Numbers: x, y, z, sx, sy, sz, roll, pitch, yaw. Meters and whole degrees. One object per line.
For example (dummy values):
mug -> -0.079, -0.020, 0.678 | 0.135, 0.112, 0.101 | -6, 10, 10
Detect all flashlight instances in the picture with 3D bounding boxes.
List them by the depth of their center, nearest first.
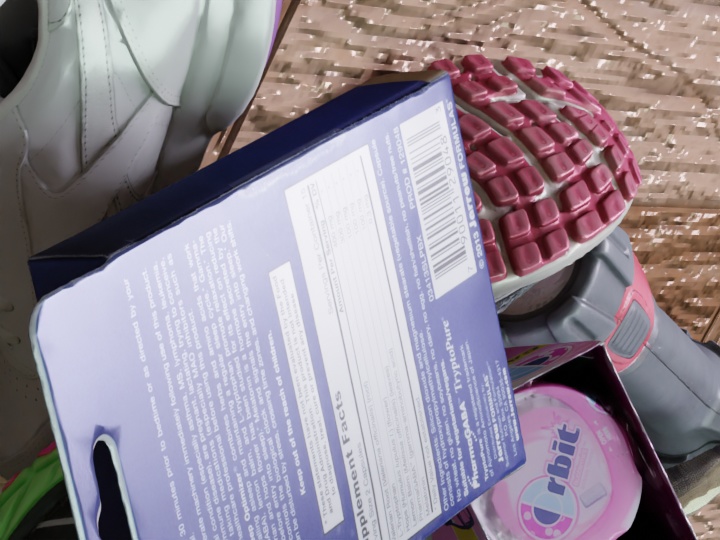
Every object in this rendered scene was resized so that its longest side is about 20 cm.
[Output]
flashlight -> 0.089, 0.025, 1.069 | 0.068, 0.068, 0.200 | -17, 157, 16

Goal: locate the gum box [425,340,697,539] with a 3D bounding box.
gum box -> 0.073, 0.126, 0.943 | 0.066, 0.201, 0.113 | -29, -173, -19

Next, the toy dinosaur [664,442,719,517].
toy dinosaur -> 0.074, 0.119, 1.060 | 0.199, 0.089, 0.047 | -22, 166, 6

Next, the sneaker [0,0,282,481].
sneaker -> -0.091, -0.026, 0.812 | 0.099, 0.075, 0.201 | 0, 125, -27

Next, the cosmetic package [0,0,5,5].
cosmetic package -> -0.098, -0.113, 0.685 | 0.200, 0.082, 0.051 | -48, 148, -4

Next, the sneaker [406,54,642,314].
sneaker -> 0.000, 0.000, 0.932 | 0.199, 0.081, 0.075 | -30, 161, -19

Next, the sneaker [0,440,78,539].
sneaker -> -0.098, 0.128, 0.829 | 0.077, 0.084, 0.200 | 9, 127, -52

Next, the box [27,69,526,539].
box -> -0.025, 0.032, 0.769 | 0.200, 0.032, 0.122 | -32, 115, -54
